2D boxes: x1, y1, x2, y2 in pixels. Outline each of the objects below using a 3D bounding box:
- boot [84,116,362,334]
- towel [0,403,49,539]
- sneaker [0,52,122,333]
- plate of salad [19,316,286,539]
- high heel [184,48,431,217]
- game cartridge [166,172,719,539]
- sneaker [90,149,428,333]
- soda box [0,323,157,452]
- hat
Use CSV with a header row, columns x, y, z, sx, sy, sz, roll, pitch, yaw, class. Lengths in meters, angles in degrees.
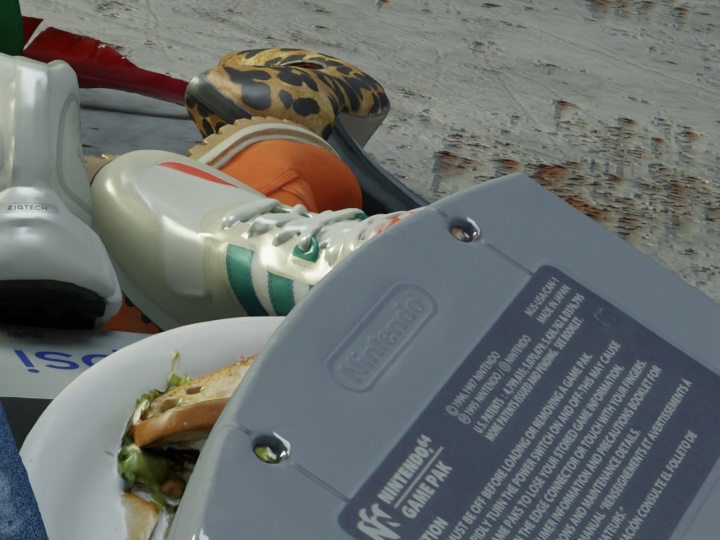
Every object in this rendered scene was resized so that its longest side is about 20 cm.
x,y,z,sx,sy,sz,roll,pitch,yaw,class
-0.037,0.001,1.050,0.107,0.075,0.200,28,23,21,boot
-0.147,0.027,0.676,0.111,0.049,0.201,-17,65,-14,towel
-0.120,-0.009,0.878,0.075,0.082,0.200,2,-13,-21,sneaker
0.008,0.076,0.714,0.199,0.048,0.201,14,39,-12,plate of salad
-0.050,-0.080,1.228,0.142,0.072,0.200,34,6,-38,high heel
0.035,0.052,0.689,0.133,0.041,0.200,37,36,5,game cartridge
0.000,0.000,0.913,0.199,0.094,0.070,36,41,19,sneaker
-0.053,0.059,0.805,0.199,0.069,0.063,5,16,-24,soda box
-0.191,-0.087,1.340,0.199,0.177,0.166,-26,17,5,hat
